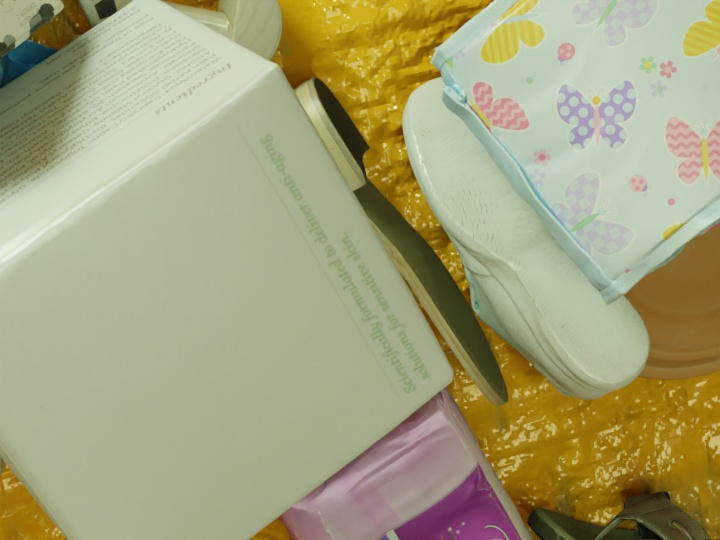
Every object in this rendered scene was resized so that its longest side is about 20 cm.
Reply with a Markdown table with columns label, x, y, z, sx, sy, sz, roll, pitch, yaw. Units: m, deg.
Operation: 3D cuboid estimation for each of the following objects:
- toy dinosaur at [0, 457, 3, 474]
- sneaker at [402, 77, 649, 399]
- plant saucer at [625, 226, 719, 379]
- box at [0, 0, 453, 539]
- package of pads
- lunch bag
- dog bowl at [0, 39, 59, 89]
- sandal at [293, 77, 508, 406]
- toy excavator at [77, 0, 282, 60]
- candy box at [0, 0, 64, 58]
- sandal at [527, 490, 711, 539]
| label | x | y | z | sx | sy | sz | roll | pitch | yaw |
| --- | --- | --- | --- | --- | --- | --- | --- | --- | --- |
| toy dinosaur | -0.205 | 0.045 | 1.063 | 0.106 | 0.060 | 0.200 | -22 | 99 | 2 |
| sneaker | 0.077 | -0.011 | 1.122 | 0.075 | 0.088 | 0.200 | -30 | 86 | -23 |
| plant saucer | 0.192 | -0.032 | 1.170 | 0.200 | 0.032 | 0.201 | -4 | 105 | -17 |
| box | -0.105 | 0.011 | 0.957 | 0.200 | 0.171 | 0.199 | -36 | 120 | -10 |
| package of pads | 0.036 | 0.164 | 1.148 | 0.120 | 0.076 | 0.200 | -32 | 110 | -5 |
| lunch bag | 0.157 | -0.104 | 1.069 | 0.200 | 0.127 | 0.170 | -39 | 85 | -12 |
| dog bowl | -0.188 | -0.074 | 1.034 | 0.200 | 0.050 | 0.112 | 20 | 97 | -21 |
| sandal | 0.000 | -0.002 | 1.109 | 0.070 | 0.078 | 0.212 | -29 | 105 | 13 |
| toy excavator | -0.153 | -0.168 | 1.007 | 0.194 | 0.100 | 0.200 | -21 | 122 | -9 |
| candy box | -0.244 | -0.078 | 0.904 | 0.200 | 0.136 | 0.061 | -30 | 103 | 16 |
| sandal | 0.185 | 0.161 | 1.194 | 0.201 | 0.080 | 0.057 | 11 | 105 | -29 |
